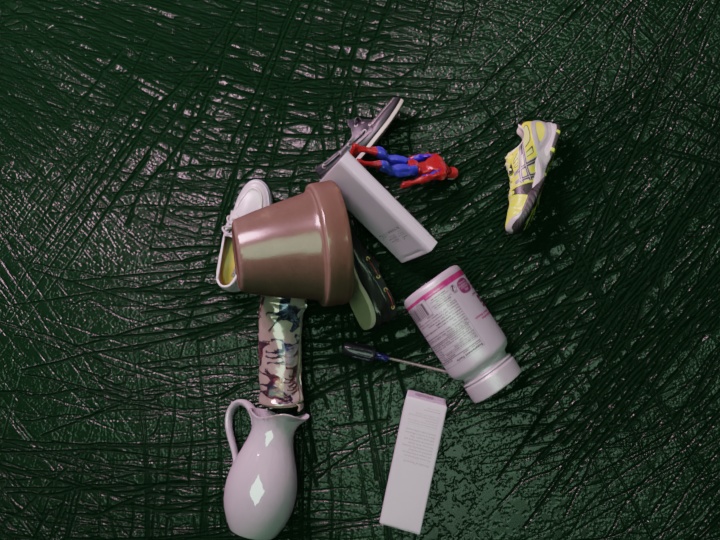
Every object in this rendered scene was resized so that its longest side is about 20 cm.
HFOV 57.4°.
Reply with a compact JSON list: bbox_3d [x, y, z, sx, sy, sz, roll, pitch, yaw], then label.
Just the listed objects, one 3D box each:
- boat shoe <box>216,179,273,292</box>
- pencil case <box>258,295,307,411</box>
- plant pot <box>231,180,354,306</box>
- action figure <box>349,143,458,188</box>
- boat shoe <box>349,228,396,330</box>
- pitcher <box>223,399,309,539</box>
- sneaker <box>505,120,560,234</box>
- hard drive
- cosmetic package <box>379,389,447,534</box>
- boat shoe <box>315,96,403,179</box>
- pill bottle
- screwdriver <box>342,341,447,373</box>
[{"bbox_3d":[-0.211,-0.064,1.148,0.073,0.086,0.206,19,88,8],"label":"boat shoe"},{"bbox_3d":[-0.132,0.135,1.127,0.088,0.077,0.205,-3,84,28],"label":"pencil case"},{"bbox_3d":[-0.115,-0.036,1.052,0.170,0.200,0.205,-7,84,-14],"label":"plant pot"},{"bbox_3d":[0.078,-0.174,1.112,0.195,0.052,0.066,2,45,-19],"label":"action figure"},{"bbox_3d":[-0.001,0.001,1.133,0.062,0.074,0.205,-15,71,-30],"label":"boat shoe"},{"bbox_3d":[-0.178,0.329,1.110,0.169,0.120,0.205,7,83,37],"label":"pitcher"},{"bbox_3d":[0.275,-0.157,1.110,0.075,0.076,0.204,18,78,15],"label":"sneaker"},{"bbox_3d":[0.026,-0.097,1.074,0.200,0.132,0.026,44,72,-8],"label":"hard drive"},{"bbox_3d":[0.088,0.308,1.076,0.070,0.101,0.205,13,88,7],"label":"cosmetic package"},{"bbox_3d":[-0.006,-0.231,1.143,0.066,0.075,0.200,39,100,-3],"label":"boat shoe"},{"bbox_3d":[0.168,0.105,1.075,0.112,0.113,0.202,-34,83,3],"label":"pill bottle"},{"bbox_3d":[0.063,0.158,1.129,0.195,0.028,0.030,16,118,7],"label":"screwdriver"}]
